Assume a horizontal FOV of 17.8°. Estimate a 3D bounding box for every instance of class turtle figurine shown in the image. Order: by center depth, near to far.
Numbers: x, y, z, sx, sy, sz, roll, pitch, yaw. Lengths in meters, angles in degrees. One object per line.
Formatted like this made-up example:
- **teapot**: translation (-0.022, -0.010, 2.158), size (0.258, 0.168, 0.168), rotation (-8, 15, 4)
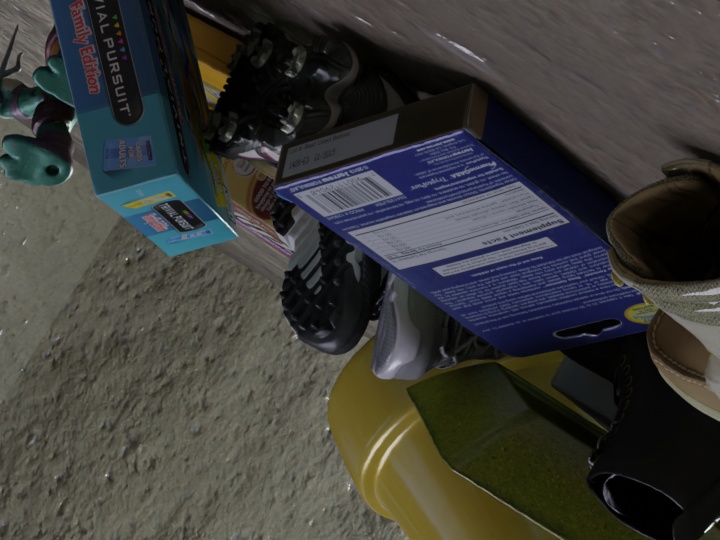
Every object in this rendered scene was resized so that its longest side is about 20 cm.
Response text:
- **turtle figurine**: translation (-0.197, -0.148, 1.496), size (0.101, 0.150, 0.200), rotation (3, -145, -10)

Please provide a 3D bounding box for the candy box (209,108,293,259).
- **candy box**: translation (-0.029, -0.032, 1.534), size (0.200, 0.056, 0.117), rotation (33, 176, -22)

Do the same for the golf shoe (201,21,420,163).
- **golf shoe**: translation (-0.024, -0.080, 1.223), size (0.088, 0.077, 0.200), rotation (24, -179, -23)

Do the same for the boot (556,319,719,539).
- **boot**: translation (0.140, 0.068, 1.207), size (0.200, 0.138, 0.077), rotation (17, 134, 48)

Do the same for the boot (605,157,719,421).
- **boot**: translation (0.156, 0.012, 0.969), size (0.155, 0.072, 0.200), rotation (34, 171, -29)

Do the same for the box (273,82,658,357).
- **box**: translation (0.067, -0.019, 1.150), size (0.121, 0.032, 0.200), rotation (-15, 142, 37)

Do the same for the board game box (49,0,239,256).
- **board game box**: translation (-0.119, -0.099, 1.256), size (0.200, 0.047, 0.151), rotation (56, -160, -80)

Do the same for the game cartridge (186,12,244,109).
- **game cartridge**: translation (-0.061, -0.107, 1.472), size (0.176, 0.032, 0.200), rotation (29, 177, 32)

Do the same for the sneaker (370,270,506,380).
- **sneaker**: translation (0.061, 0.019, 1.335), size (0.082, 0.075, 0.200), rotation (15, -163, 12)

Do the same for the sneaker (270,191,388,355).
- **sneaker**: translation (0.000, 0.000, 1.382), size (0.090, 0.066, 0.200), rotation (32, -162, -19)

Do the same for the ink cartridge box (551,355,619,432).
- **ink cartridge box**: translation (0.224, 0.095, 1.371), size (0.145, 0.083, 0.200), rotation (29, 175, 34)

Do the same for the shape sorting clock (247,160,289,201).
- **shape sorting clock**: translation (0.032, -0.039, 1.301), size (0.200, 0.039, 0.200), rotation (22, -172, -3)

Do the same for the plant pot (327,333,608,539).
- **plant pot**: translation (0.103, 0.135, 1.497), size (0.201, 0.201, 0.189), rotation (38, -157, -55)

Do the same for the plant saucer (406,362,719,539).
- **plant saucer**: translation (0.130, 0.119, 1.293), size (0.200, 0.048, 0.200), rotation (33, -175, -9)
